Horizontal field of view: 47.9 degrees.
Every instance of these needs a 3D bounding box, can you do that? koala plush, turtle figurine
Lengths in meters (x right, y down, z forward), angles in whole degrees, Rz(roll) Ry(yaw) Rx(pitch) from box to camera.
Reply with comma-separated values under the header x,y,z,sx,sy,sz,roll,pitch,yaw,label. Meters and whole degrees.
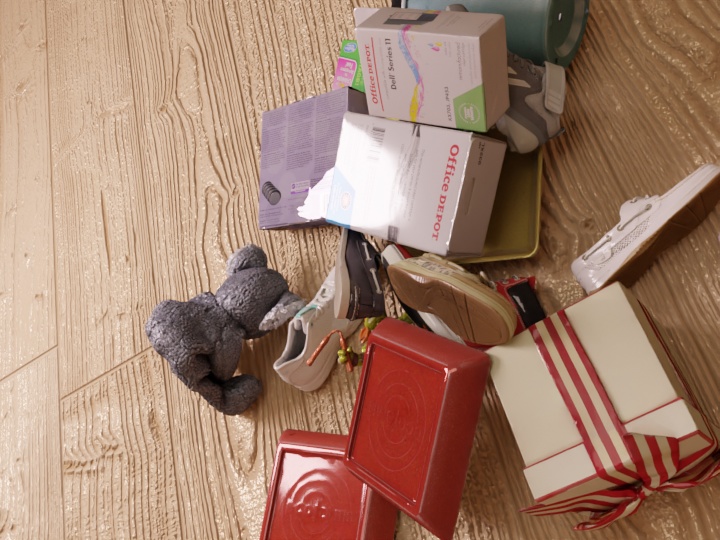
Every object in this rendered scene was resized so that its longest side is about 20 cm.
x,y,z,sx,sy,sz,roll,pitch,yaw,label
-0.181,0.069,1.153,0.200,0.184,0.177,-39,53,1,koala plush
0.045,0.102,1.026,0.200,0.064,0.161,-34,56,-17,turtle figurine

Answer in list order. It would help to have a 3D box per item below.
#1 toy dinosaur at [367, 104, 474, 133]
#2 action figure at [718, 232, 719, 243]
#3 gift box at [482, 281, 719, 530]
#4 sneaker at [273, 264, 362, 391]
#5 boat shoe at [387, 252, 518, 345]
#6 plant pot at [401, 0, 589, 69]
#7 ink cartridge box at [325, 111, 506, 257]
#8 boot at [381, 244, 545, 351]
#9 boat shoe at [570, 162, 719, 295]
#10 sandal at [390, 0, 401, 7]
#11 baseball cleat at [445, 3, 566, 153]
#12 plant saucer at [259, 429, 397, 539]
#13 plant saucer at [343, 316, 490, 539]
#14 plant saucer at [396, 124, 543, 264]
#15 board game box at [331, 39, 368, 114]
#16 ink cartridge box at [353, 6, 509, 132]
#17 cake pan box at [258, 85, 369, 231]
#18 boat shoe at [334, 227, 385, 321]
x,y,z,sx,sy,sz,roll,pitch,yaw,label
0.108,-0.214,1.048,0.200,0.102,0.077,37,71,2,toy dinosaur
0.477,-0.098,0.816,0.200,0.134,0.149,-64,7,-20,action figure
0.236,0.145,0.801,0.184,0.200,0.187,-35,56,25,gift box
-0.053,0.062,1.104,0.075,0.088,0.200,15,75,39,sneaker
0.104,0.020,0.871,0.063,0.073,0.200,-30,31,-21,boat shoe
0.185,-0.337,1.048,0.188,0.200,0.200,17,81,31,plant pot
0.065,-0.109,1.011,0.200,0.084,0.145,19,102,39,ink cartridge box
0.128,0.021,0.986,0.144,0.072,0.200,-33,63,-10,boot
0.316,-0.054,0.904,0.200,0.071,0.069,-44,54,13,boat shoe
0.079,-0.386,1.236,0.075,0.048,0.201,-12,52,32,sandal
0.180,-0.243,0.971,0.106,0.200,0.070,-28,18,13,baseball cleat
-0.049,0.305,1.024,0.199,0.037,0.200,-2,69,34,plant saucer
0.048,0.164,0.890,0.200,0.037,0.200,17,97,58,plant saucer
0.149,-0.095,1.055,0.200,0.048,0.200,-6,68,33,plant saucer
0.016,-0.225,1.168,0.153,0.040,0.200,18,98,43,board game box
0.066,-0.237,0.943,0.200,0.117,0.067,15,44,31,ink cartridge box
-0.068,-0.157,1.178,0.200,0.052,0.185,-6,83,43,cake pan box
0.000,0.000,1.058,0.200,0.063,0.073,-91,10,-58,boat shoe
